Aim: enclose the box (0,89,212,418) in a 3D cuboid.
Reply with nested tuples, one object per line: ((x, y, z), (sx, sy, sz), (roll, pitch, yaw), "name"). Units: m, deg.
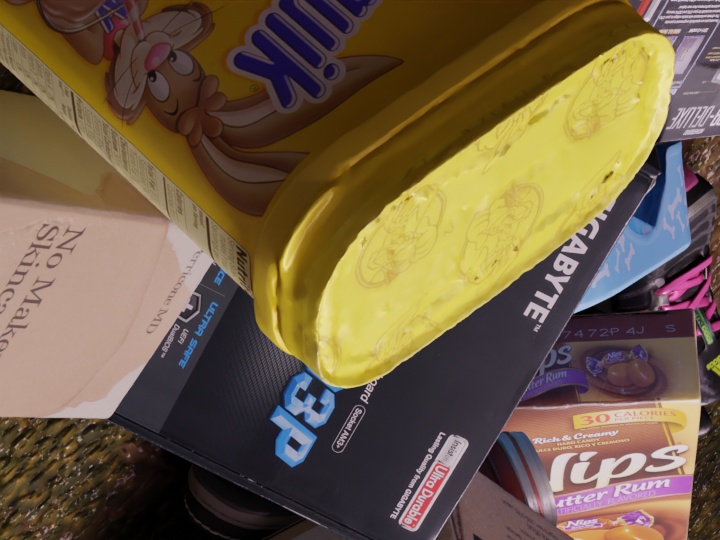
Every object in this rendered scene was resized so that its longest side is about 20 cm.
((-0.144, -0.009, 0.803), (0.200, 0.078, 0.095), (5, 123, -58), "box")

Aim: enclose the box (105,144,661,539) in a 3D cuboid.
((0.000, 0.000, 0.949), (0.200, 0.159, 0.046), (-60, -172, 22), "box")

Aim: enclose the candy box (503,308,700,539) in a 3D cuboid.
((0.116, 0.091, 1.268), (0.116, 0.057, 0.200), (-3, 149, 4), "candy box")

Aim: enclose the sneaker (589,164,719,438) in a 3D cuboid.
((0.173, 0.028, 1.313), (0.074, 0.087, 0.200), (-31, 149, -30), "sneaker")

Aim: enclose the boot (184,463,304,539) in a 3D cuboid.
((-0.038, 0.143, 1.172), (0.200, 0.073, 0.151), (-11, 134, -60), "boot")

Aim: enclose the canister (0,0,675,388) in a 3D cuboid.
((-0.025, -0.076, 0.755), (0.148, 0.200, 0.087), (-36, 151, -24), "canister")

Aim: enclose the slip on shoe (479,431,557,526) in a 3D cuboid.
((0.052, 0.139, 1.187), (0.061, 0.074, 0.200), (-18, 156, -11), "slip on shoe")

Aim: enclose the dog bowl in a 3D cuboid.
((0.083, -0.011, 1.081), (0.111, 0.050, 0.200), (-17, -176, 28), "dog bowl")

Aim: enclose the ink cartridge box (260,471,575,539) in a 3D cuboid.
((0.009, 0.180, 1.102), (0.200, 0.075, 0.165), (-30, 138, 24), "ink cartridge box")

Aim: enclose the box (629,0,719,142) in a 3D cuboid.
((0.141, -0.133, 1.095), (0.200, 0.050, 0.158), (-10, 135, -51), "box")
